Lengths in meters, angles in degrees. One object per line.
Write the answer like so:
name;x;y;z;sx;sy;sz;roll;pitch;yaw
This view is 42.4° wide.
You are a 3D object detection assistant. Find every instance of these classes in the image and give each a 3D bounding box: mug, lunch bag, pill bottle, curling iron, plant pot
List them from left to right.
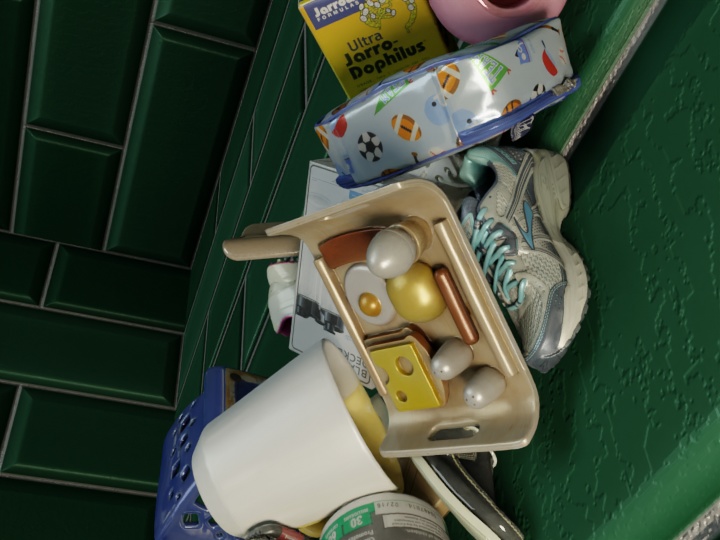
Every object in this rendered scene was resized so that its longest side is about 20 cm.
plant pot;-0.145;0.250;1.223;0.180;0.199;0.200;-61;22;28
mug;-0.053;0.177;0.822;0.187;0.153;0.149;61;-176;-10
curling iron;-0.032;0.259;0.824;0.050;0.200;0.026;-44;46;16
pill bottle;0.031;0.280;0.712;0.200;0.113;0.113;-104;30;-57
lunch bag;0.073;-0.134;0.743;0.200;0.160;0.076;-13;103;42

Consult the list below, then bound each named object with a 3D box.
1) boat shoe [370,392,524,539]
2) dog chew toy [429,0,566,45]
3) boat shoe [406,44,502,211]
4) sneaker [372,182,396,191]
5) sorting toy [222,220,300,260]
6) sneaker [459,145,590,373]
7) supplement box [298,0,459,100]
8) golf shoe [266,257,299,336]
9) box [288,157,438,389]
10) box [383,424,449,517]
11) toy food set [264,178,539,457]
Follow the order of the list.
boat shoe;0.074;0.142;0.732;0.068;0.072;0.200;-37;36;-1
dog chew toy;0.114;-0.267;0.829;0.200;0.124;0.125;-97;23;-70
boat shoe;0.090;-0.108;0.869;0.069;0.071;0.200;-119;39;-48
sneaker;0.054;0.026;0.735;0.200;0.073;0.071;63;165;-5
sorting toy;-0.056;-0.034;1.076;0.200;0.184;0.037;-96;2;-82
sneaker;0.110;-0.013;0.696;0.078;0.086;0.200;118;158;-47
supplement box;0.030;-0.224;0.907;0.109;0.109;0.200;-94;-21;-45
golf shoe;-0.015;0.032;1.008;0.200;0.075;0.092;-3;75;32
box;0.000;0.000;0.901;0.116;0.060;0.201;23;115;35
box;0.051;0.177;0.887;0.200;0.021;0.164;116;159;-44
toy food set;0.025;0.041;0.660;0.143;0.060;0.200;-16;103;44
